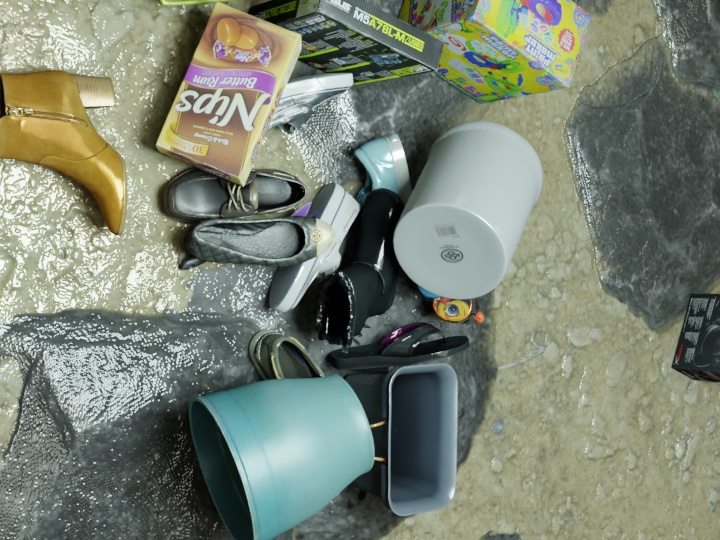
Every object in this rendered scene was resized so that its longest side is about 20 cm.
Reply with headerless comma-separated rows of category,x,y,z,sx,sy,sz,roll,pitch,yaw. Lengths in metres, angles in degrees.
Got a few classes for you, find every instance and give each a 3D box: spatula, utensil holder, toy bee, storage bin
spatula,-0.150,-0.041,1.403,0.199,0.057,0.021,-22,69,-25
utensil holder,0.148,-0.081,1.446,0.170,0.169,0.200,53,39,-23
toy bee,0.136,0.034,1.559,0.131,0.108,0.201,-43,146,-72
storage bin,0.039,0.228,1.475,0.145,0.134,0.201,0,90,-38

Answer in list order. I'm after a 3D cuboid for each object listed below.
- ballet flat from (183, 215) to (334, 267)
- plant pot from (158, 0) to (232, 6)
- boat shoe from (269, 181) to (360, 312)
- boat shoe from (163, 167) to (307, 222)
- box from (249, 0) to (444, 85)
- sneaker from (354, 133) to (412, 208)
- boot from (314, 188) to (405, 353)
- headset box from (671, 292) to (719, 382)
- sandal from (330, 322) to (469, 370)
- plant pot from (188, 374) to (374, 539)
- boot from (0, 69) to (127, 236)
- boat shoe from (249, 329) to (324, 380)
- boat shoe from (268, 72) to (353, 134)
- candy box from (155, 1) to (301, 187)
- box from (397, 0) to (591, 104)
ballet flat,-0.127,-0.037,1.356,0.199,0.057,0.067,-4,85,-18
plant pot,-0.162,-0.431,1.299,0.199,0.181,0.200,-16,99,-33
boat shoe,-0.056,-0.023,1.444,0.065,0.073,0.201,35,73,-25
boat shoe,-0.158,-0.104,1.372,0.199,0.073,0.075,-11,97,-34
box,-0.024,-0.305,1.385,0.192,0.200,0.048,16,84,-33
sneaker,0.036,-0.094,1.521,0.081,0.074,0.201,-14,106,-3
boot,-0.001,-0.001,1.430,0.162,0.073,0.199,-31,132,-61
headset box,0.669,0.123,1.869,0.077,0.200,0.150,26,76,-31
sandal,0.057,0.103,1.484,0.199,0.075,0.048,-7,102,-7
plant pot,-0.092,0.222,1.330,0.187,0.200,0.201,-19,102,-23
boot,-0.356,-0.135,1.247,0.143,0.071,0.203,-8,92,-28
boat shoe,-0.076,0.167,1.441,0.072,0.060,0.202,-44,114,-26
boat shoe,-0.096,-0.218,1.414,0.199,0.072,0.068,-21,108,-27
candy box,-0.163,-0.220,1.324,0.116,0.056,0.201,21,84,1
box,0.188,-0.351,1.534,0.199,0.192,0.123,27,76,-32
